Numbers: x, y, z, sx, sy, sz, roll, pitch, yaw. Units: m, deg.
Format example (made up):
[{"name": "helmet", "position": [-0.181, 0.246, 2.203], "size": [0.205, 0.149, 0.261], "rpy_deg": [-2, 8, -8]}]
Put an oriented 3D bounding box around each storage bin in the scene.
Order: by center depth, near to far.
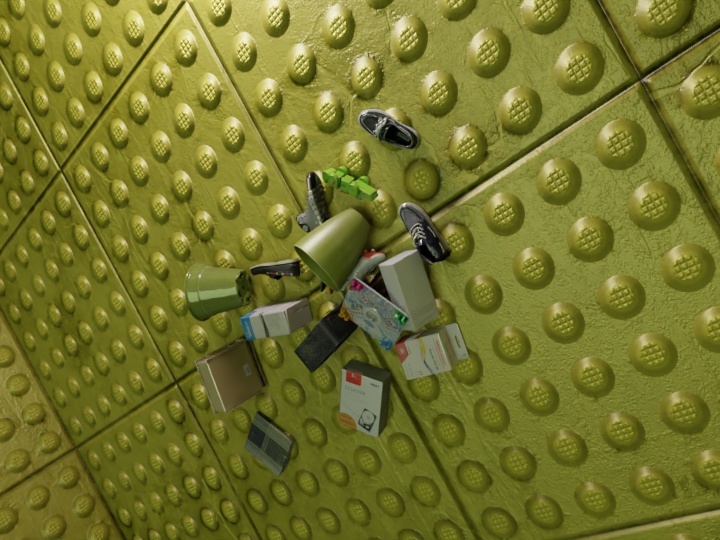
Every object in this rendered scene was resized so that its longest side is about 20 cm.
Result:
[{"name": "storage bin", "position": [-0.109, 0.219, 1.694], "size": [0.094, 0.135, 0.201], "rpy_deg": [45, 128, 7]}, {"name": "storage bin", "position": [-0.465, 0.378, 1.921], "size": [0.092, 0.196, 0.206], "rpy_deg": [-13, 99, 47]}]

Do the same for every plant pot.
[{"name": "plant pot", "position": [-0.066, -0.079, 1.557], "size": [0.186, 0.188, 0.201], "rpy_deg": [40, 78, 12]}, {"name": "plant pot", "position": [-0.482, 0.069, 1.854], "size": [0.183, 0.200, 0.208], "rpy_deg": [-5, 103, 17]}]

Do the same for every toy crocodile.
[{"name": "toy crocodile", "position": [-0.034, -0.253, 1.566], "size": [0.196, 0.067, 0.063], "rpy_deg": [28, 136, 21]}]

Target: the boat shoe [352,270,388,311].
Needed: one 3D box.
[{"name": "boat shoe", "position": [0.060, 0.051, 1.597], "size": [0.070, 0.071, 0.201], "rpy_deg": [39, 109, -9]}]

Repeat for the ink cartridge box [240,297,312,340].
[{"name": "ink cartridge box", "position": [-0.280, 0.162, 1.778], "size": [0.194, 0.145, 0.087], "rpy_deg": [-10, 100, 31]}]

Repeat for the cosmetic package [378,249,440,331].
[{"name": "cosmetic package", "position": [0.141, 0.056, 1.518], "size": [0.084, 0.105, 0.206], "rpy_deg": [-4, 107, 61]}]

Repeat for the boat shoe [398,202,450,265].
[{"name": "boat shoe", "position": [0.169, -0.104, 1.481], "size": [0.201, 0.092, 0.075], "rpy_deg": [47, 121, 8]}]

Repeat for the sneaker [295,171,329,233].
[{"name": "sneaker", "position": [-0.164, -0.196, 1.651], "size": [0.112, 0.075, 0.207], "rpy_deg": [-6, 103, 32]}]

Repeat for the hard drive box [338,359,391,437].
[{"name": "hard drive box", "position": [0.013, 0.417, 1.734], "size": [0.151, 0.076, 0.207], "rpy_deg": [12, 110, 25]}]

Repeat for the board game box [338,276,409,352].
[{"name": "board game box", "position": [0.032, 0.135, 1.555], "size": [0.197, 0.026, 0.202], "rpy_deg": [36, 145, 9]}]

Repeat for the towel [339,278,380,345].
[{"name": "towel", "position": [0.028, 0.128, 1.670], "size": [0.199, 0.023, 0.145], "rpy_deg": [43, 120, 11]}]

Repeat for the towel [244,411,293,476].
[{"name": "towel", "position": [-0.351, 0.669, 2.042], "size": [0.197, 0.034, 0.197], "rpy_deg": [32, 115, 20]}]

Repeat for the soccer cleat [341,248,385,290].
[{"name": "soccer cleat", "position": [0.000, 0.000, 1.608], "size": [0.196, 0.068, 0.088], "rpy_deg": [-21, 62, 35]}]

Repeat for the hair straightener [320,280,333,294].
[{"name": "hair straightener", "position": [-0.125, -0.021, 1.675], "size": [0.074, 0.041, 0.206], "rpy_deg": [9, 124, 20]}]

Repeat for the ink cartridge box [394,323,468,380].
[{"name": "ink cartridge box", "position": [0.212, 0.241, 1.575], "size": [0.196, 0.067, 0.120], "rpy_deg": [-21, 94, 32]}]

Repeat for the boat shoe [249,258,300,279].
[{"name": "boat shoe", "position": [-0.289, 0.001, 1.778], "size": [0.195, 0.073, 0.066], "rpy_deg": [-6, 95, 25]}]

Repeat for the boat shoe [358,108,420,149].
[{"name": "boat shoe", "position": [0.069, -0.388, 1.466], "size": [0.197, 0.068, 0.075], "rpy_deg": [35, 118, 16]}]
